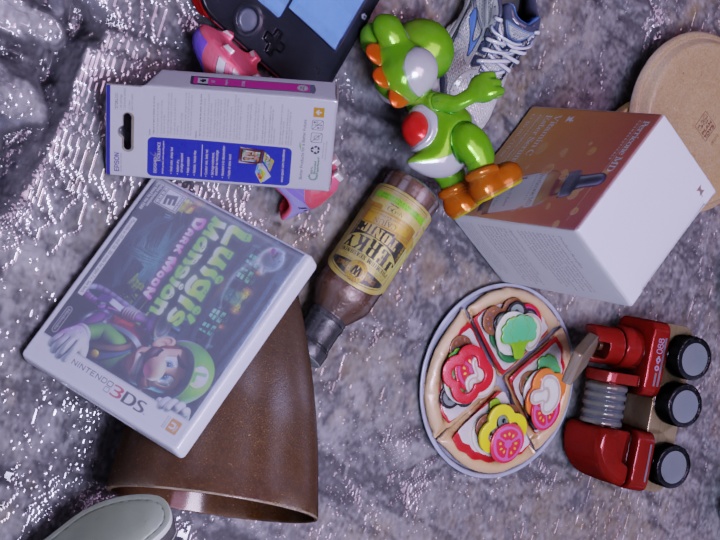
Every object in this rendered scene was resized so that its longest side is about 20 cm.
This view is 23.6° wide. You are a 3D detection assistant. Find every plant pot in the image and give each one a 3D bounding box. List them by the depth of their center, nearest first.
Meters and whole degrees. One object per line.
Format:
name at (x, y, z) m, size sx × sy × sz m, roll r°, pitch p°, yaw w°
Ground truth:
plant pot at (-0.115, 0.106, 1.508) m, size 0.186 × 0.186 × 0.202 m, roll 17°, pitch 74°, yaw -34°

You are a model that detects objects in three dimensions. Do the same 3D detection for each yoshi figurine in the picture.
yoshi figurine at (0.079, -0.158, 1.618) m, size 0.112 × 0.112 × 0.201 m, roll -31°, pitch 93°, yaw 8°

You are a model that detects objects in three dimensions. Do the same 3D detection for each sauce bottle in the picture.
sauce bottle at (0.000, 0.000, 1.623) m, size 0.065 × 0.065 × 0.201 m, roll 41°, pitch 73°, yaw -30°

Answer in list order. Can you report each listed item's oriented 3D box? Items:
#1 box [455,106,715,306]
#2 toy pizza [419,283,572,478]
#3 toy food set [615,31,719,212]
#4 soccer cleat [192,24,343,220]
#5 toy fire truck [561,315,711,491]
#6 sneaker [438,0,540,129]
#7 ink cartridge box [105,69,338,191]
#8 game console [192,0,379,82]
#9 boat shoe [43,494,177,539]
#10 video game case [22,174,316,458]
box at (0.213, -0.067, 1.674) m, size 0.153 × 0.199 × 0.106 m, roll -51°, pitch 119°, yaw -18°
toy pizza at (0.146, 0.114, 1.754) m, size 0.199 × 0.032 × 0.202 m, roll -5°, pitch 99°, yaw -33°
toy food set at (0.354, -0.154, 1.847) m, size 0.197 × 0.049 × 0.201 m, roll 29°, pitch 80°, yaw -33°
soccer cleat at (-0.095, -0.130, 1.542) m, size 0.076 × 0.067 × 0.200 m, roll -35°, pitch 117°, yaw 12°
toy fire truck at (0.257, 0.133, 1.779) m, size 0.199 × 0.128 × 0.178 m, roll 11°, pitch 91°, yaw -29°
sneaker at (0.128, -0.227, 1.664) m, size 0.077 × 0.085 × 0.202 m, roll 14°, pitch 90°, yaw -34°
ink cartridge box at (-0.120, -0.122, 1.491) m, size 0.198 × 0.037 × 0.095 m, roll 3°, pitch 127°, yaw -5°
game console at (-0.051, -0.279, 1.572) m, size 0.177 × 0.031 × 0.201 m, roll 37°, pitch 77°, yaw -31°
boat shoe at (-0.239, 0.256, 1.463) m, size 0.200 × 0.072 × 0.061 m, roll -27°, pitch 132°, yaw 6°
video game case at (-0.163, 0.033, 1.459) m, size 0.201 × 0.181 × 0.023 m, roll -55°, pitch 153°, yaw -15°
